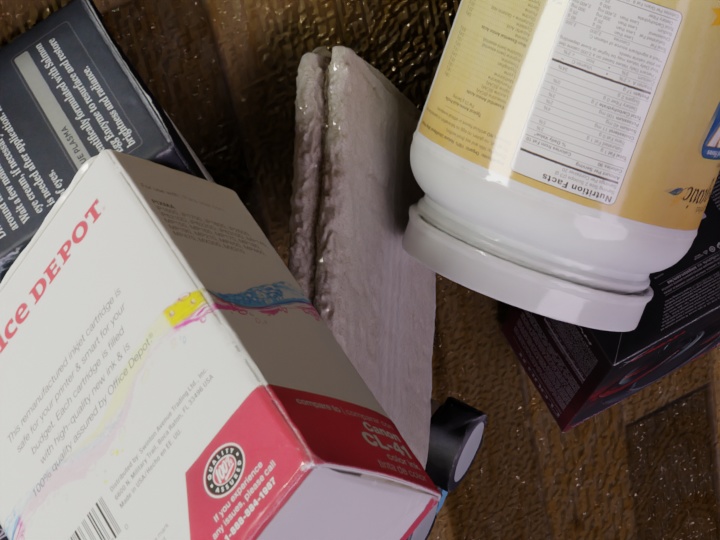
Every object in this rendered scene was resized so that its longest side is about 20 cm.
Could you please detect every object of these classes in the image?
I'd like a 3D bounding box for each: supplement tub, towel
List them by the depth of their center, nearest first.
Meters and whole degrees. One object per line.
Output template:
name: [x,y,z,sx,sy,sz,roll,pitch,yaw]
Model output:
supplement tub: [0.109,-0.085,1.256,0.145,0.145,0.200,9,105,-41]
towel: [0.000,0.000,1.277,0.034,0.200,0.133,-5,161,23]

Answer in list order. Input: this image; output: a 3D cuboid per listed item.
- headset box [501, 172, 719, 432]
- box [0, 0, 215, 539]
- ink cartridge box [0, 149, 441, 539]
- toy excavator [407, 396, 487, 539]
headset box: [0.165,0.010,1.437,0.149,0.075,0.200,-28,169,-11]
box: [-0.150,0.014,1.236,0.200,0.117,0.197,-34,141,1]
ink cartridge box: [-0.078,0.070,1.092,0.086,0.200,0.148,18,118,-43]
toy excavator: [-0.022,0.172,1.433,0.194,0.100,0.200,-52,160,-45]
